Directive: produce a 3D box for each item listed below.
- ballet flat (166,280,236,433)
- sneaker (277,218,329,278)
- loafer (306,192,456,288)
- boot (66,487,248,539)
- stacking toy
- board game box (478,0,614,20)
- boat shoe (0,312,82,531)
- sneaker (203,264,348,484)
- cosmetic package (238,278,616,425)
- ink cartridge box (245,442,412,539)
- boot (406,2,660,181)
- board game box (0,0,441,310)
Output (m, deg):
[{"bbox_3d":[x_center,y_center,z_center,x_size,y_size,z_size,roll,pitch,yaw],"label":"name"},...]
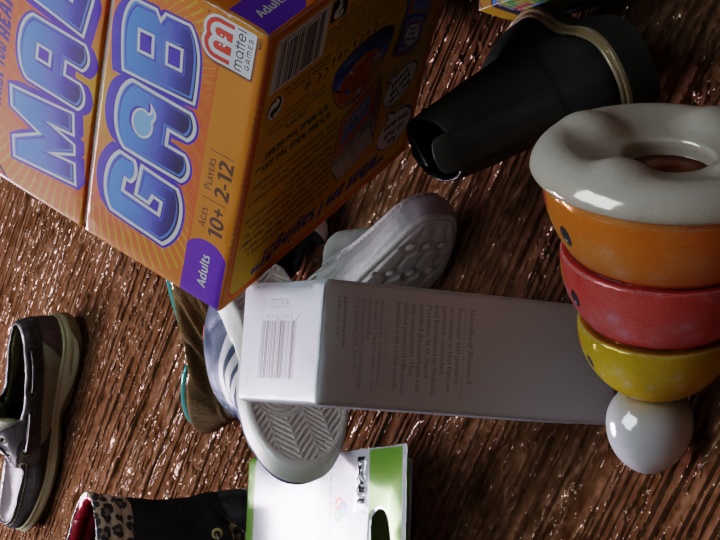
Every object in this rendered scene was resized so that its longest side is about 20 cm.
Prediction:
[{"bbox_3d":[-0.094,0.055,1.761,0.201,0.072,0.068,87,-154,-43],"label":"ballet flat"},{"bbox_3d":[-0.088,-0.020,1.774,0.200,0.075,0.088,-41,50,51],"label":"sneaker"},{"bbox_3d":[0.000,0.000,1.621,0.200,0.070,0.070,-47,54,47],"label":"loafer"},{"bbox_3d":[-0.139,0.249,1.731,0.073,0.150,0.201,18,99,60],"label":"boot"},{"bbox_3d":[0.160,0.021,1.307,0.146,0.145,0.201,-141,46,-56],"label":"stacking toy"},{"bbox_3d":[0.138,-0.261,1.448,0.165,0.056,0.201,-13,73,60],"label":"board game box"},{"bbox_3d":[-0.295,0.130,2.118,0.073,0.064,0.201,31,111,57],"label":"boat shoe"},{"bbox_3d":[-0.059,0.083,1.605,0.201,0.074,0.085,-107,26,-49],"label":"sneaker"},{"bbox_3d":[0.041,0.048,1.406,0.101,0.199,0.072,-2,83,60],"label":"cosmetic package"},{"bbox_3d":[0.002,0.191,1.572,0.200,0.075,0.149,-13,73,57],"label":"ink cartridge box"},{"bbox_3d":[0.071,-0.097,1.414,0.078,0.138,0.200,66,165,-5],"label":"boot"},{"bbox_3d":[-0.088,-0.144,1.400,0.199,0.200,0.201,30,135,18],"label":"board game box"}]
